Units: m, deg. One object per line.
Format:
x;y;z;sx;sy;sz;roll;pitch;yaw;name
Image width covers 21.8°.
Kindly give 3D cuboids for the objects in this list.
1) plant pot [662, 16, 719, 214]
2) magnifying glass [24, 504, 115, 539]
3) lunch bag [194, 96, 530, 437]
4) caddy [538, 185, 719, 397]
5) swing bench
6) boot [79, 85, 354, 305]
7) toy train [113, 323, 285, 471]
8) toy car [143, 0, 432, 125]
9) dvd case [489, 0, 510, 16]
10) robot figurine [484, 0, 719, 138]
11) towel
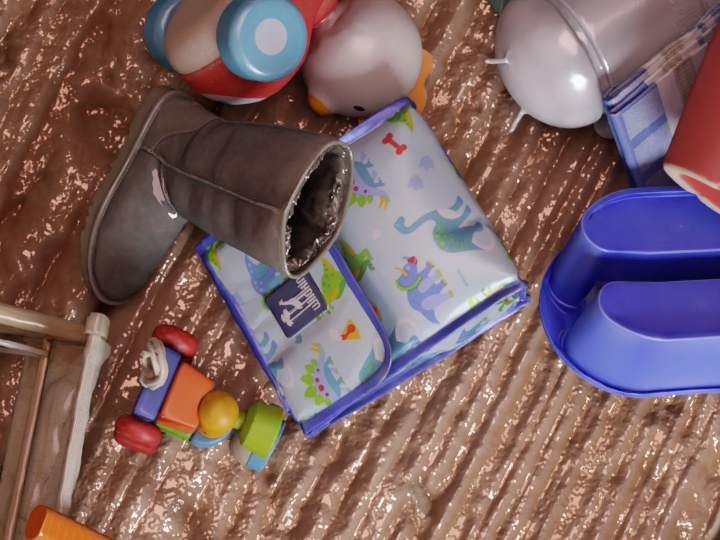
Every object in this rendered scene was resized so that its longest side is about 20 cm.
0.313;-0.111;1.295;0.199;0.200;0.178;33;91;2;plant pot
-0.155;0.210;1.304;0.022;0.200;0.080;1;64;41;magnifying glass
0.000;0.000;1.372;0.199;0.127;0.171;-32;79;3;lunch bag
0.233;0.019;1.392;0.197;0.105;0.143;-2;58;-10;caddy
-0.289;0.119;1.325;0.198;0.130;0.201;12;78;-7;swing bench
-0.103;-0.032;1.326;0.199;0.072;0.184;26;102;37;boot
-0.105;0.096;1.305;0.115;0.200;0.085;23;78;-4;toy train
-0.028;-0.163;1.397;0.200;0.184;0.177;43;78;-25;toy car
0.190;-0.275;1.421;0.199;0.146;0.022;-30;74;-10;dvd case
0.183;-0.184;1.418;0.199;0.113;0.171;-34;118;-10;robot figurine
0.272;-0.138;1.418;0.200;0.147;0.024;-40;46;-9;towel
